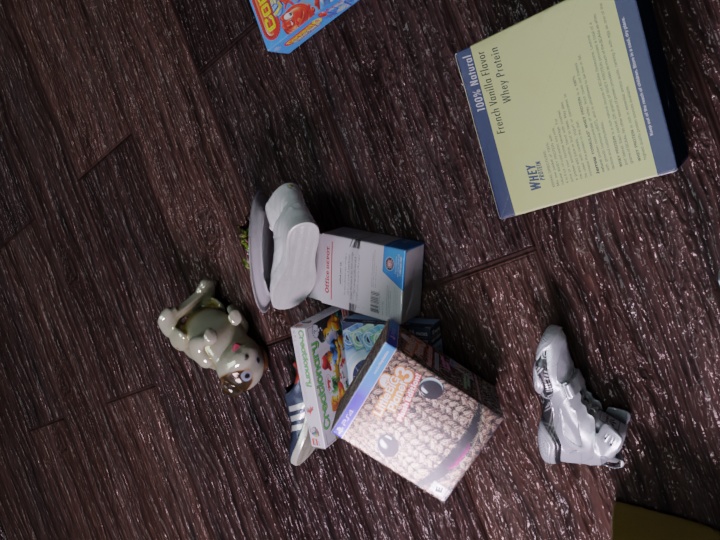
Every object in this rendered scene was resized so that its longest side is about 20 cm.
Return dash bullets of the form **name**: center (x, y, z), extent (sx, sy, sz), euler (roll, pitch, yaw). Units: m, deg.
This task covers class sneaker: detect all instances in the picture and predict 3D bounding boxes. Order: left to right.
- **sneaker**: center (-0.114, -0.041, 0.966), extent (0.203, 0.071, 0.117), euler (111, 146, -43)
- **sneaker**: center (-0.110, 0.256, 1.118), extent (0.083, 0.074, 0.206), euler (22, 105, 26)
- **sneaker**: center (0.296, 0.172, 0.807), extent (0.112, 0.075, 0.207), euler (4, 110, 33)

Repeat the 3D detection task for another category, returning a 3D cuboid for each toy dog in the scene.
- **toy dog**: center (-0.272, 0.151, 1.163), extent (0.197, 0.139, 0.198), euler (32, 132, 23)

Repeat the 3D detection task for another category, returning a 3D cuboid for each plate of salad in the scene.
- **plate of salad**: center (-0.170, -0.033, 1.007), extent (0.046, 0.201, 0.207), euler (-1, 105, 4)

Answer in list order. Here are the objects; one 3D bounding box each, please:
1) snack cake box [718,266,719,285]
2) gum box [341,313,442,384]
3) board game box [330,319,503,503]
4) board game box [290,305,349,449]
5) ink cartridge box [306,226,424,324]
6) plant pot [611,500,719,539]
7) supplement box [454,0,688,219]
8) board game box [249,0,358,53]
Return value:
- **snack cake box**: center (0.480, 0.081, 0.653), extent (0.113, 0.067, 0.206), euler (-19, 92, 35)
- **gum box**: center (0.058, 0.180, 0.992), extent (0.166, 0.044, 0.207), euler (1, 104, 34)
- **board game box**: center (0.081, 0.203, 0.886), extent (0.197, 0.097, 0.162), euler (31, 104, -2)
- **board game box**: center (-0.051, 0.174, 1.017), extent (0.034, 0.125, 0.207), euler (-2, 102, 34)
- **ink cartridge box**: center (0.000, 0.000, 0.967), extent (0.195, 0.067, 0.120), euler (14, 110, 32)
- **plant pot**: center (0.410, 0.434, 0.735), extent (0.194, 0.195, 0.201), euler (-2, 103, 25)
- **supplement box**: center (0.244, -0.191, 0.700), extent (0.196, 0.133, 0.206), euler (-14, 95, 36)
- **board game box**: center (-0.094, -0.471, 0.909), extent (0.192, 0.055, 0.206), euler (-21, 91, 37)
